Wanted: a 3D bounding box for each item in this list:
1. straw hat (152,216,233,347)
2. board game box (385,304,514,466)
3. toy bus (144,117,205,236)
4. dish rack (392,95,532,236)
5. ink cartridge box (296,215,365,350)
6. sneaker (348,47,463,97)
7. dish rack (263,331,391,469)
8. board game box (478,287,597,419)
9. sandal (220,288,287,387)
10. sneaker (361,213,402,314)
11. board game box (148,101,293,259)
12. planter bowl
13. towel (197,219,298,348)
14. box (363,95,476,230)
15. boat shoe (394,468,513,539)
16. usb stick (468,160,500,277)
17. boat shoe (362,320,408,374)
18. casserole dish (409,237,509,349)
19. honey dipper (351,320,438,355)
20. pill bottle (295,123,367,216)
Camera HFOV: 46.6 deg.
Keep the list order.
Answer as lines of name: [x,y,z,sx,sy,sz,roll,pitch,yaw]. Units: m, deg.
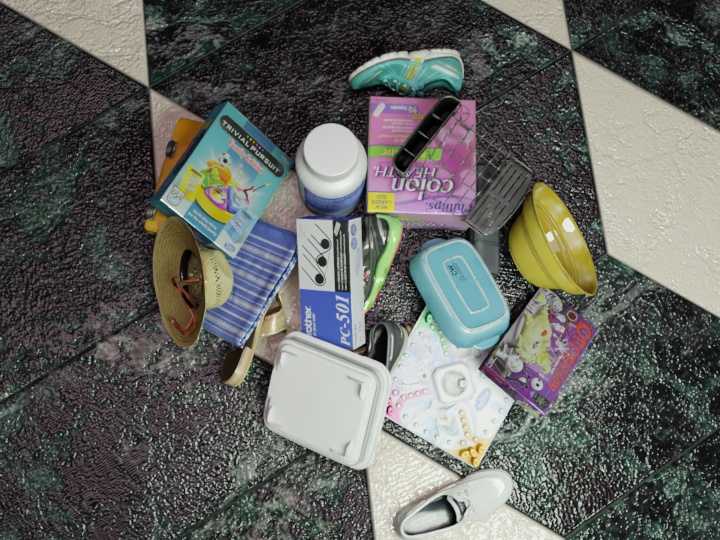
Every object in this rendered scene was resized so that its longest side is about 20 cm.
straw hat: [-0.245,0.014,1.295,0.085,0.201,0.201,-6,77,-35]
board game box: [0.149,0.179,1.324,0.200,0.026,0.200,31,86,-4]
toy bus: [-0.291,-0.147,1.365,0.065,0.078,0.200,14,78,-1]
dish rack: [0.165,-0.157,1.303,0.200,0.055,0.153,37,80,5]
ink cartridge box: [-0.045,0.017,1.290,0.094,0.044,0.200,3,102,28]
sneaker: [0.079,-0.330,1.425,0.200,0.078,0.080,-8,88,-4]
dish rack: [-0.060,0.198,1.263,0.200,0.044,0.172,19,103,27]
board game box: [0.284,0.124,1.323,0.120,0.032,0.200,42,56,0]
sandal: [-0.153,0.094,1.338,0.070,0.078,0.212,32,66,-30]
sneaker: [0.000,0.000,1.334,0.084,0.077,0.200,24,100,5]
board game box: [-0.216,-0.142,1.329,0.151,0.047,0.200,41,66,-28]
planter bowl: [0.295,-0.035,1.345,0.083,0.200,0.201,-27,79,29]
towel: [-0.186,0.012,1.330,0.145,0.024,0.200,22,76,37]
box: [0.096,-0.175,1.380,0.176,0.097,0.200,2,79,-2]
boat shoe: [0.149,0.366,1.288,0.200,0.065,0.074,-27,81,-7]
usb stick: [0.208,-0.085,1.397,0.055,0.033,0.200,6,77,-12]
boat shoe: [0.010,0.169,1.284,0.073,0.063,0.200,18,81,30]
casserole dish: [0.160,0.028,1.315,0.121,0.039,0.200,-20,69,-22]
honey dipper: [0.026,0.121,1.345,0.200,0.038,0.038,-16,80,-7]
pill bottle: [-0.046,-0.158,1.317,0.112,0.200,0.112,1,79,-3]
